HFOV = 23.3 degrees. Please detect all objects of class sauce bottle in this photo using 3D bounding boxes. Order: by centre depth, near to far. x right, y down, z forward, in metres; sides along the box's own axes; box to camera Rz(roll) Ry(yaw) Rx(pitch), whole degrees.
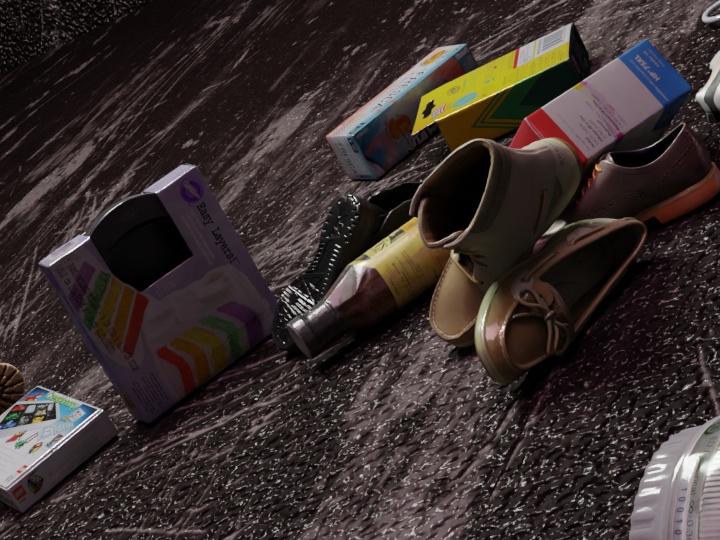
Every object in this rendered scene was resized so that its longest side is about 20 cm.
[{"bbox_3d":[0.021,0.009,1.644,0.199,0.066,0.066,-35,20,-15],"label":"sauce bottle"}]

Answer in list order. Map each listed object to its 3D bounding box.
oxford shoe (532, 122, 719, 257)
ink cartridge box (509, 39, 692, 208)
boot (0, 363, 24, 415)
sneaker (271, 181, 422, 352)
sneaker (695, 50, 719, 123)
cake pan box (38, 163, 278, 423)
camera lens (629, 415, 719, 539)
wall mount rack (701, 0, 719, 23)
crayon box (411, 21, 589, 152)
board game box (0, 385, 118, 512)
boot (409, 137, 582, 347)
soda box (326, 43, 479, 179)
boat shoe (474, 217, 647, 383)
[{"bbox_3d":[0.212,-0.064,1.524,0.199,0.073,0.071,-27,20,12],"label":"oxford shoe"},{"bbox_3d":[0.193,-0.111,1.575,0.199,0.067,0.116,-33,-16,-26],"label":"ink cartridge box"},{"bbox_3d":[-0.472,0.161,2.004,0.199,0.075,0.107,-32,14,1],"label":"boot"},{"bbox_3d":[-0.002,-0.001,1.705,0.060,0.104,0.201,37,103,43],"label":"sneaker"},{"bbox_3d":[0.369,-0.207,1.643,0.080,0.074,0.200,-18,23,38],"label":"sneaker"},{"bbox_3d":[-0.196,0.019,1.741,0.184,0.201,0.052,-35,17,-19],"label":"cake pan box"},{"bbox_3d":[0.250,0.138,0.839,0.199,0.161,0.160,-12,27,43],"label":"camera lens"},{"bbox_3d":[0.437,-0.350,1.888,0.199,0.075,0.174,-30,19,2],"label":"wall mount rack"},{"bbox_3d":[0.159,-0.198,1.966,0.199,0.051,0.127,-24,20,19],"label":"crayon box"},{"bbox_3d":[-0.341,0.181,1.808,0.126,0.035,0.199,-40,21,-21],"label":"board game box"},{"bbox_3d":[0.087,-0.022,1.424,0.154,0.072,0.201,-5,-50,-57],"label":"boot"},{"bbox_3d":[0.058,-0.189,2.078,0.200,0.064,0.068,-41,21,-23],"label":"soda box"},{"bbox_3d":[0.162,0.018,1.406,0.063,0.074,0.200,-17,16,46],"label":"boat shoe"}]
